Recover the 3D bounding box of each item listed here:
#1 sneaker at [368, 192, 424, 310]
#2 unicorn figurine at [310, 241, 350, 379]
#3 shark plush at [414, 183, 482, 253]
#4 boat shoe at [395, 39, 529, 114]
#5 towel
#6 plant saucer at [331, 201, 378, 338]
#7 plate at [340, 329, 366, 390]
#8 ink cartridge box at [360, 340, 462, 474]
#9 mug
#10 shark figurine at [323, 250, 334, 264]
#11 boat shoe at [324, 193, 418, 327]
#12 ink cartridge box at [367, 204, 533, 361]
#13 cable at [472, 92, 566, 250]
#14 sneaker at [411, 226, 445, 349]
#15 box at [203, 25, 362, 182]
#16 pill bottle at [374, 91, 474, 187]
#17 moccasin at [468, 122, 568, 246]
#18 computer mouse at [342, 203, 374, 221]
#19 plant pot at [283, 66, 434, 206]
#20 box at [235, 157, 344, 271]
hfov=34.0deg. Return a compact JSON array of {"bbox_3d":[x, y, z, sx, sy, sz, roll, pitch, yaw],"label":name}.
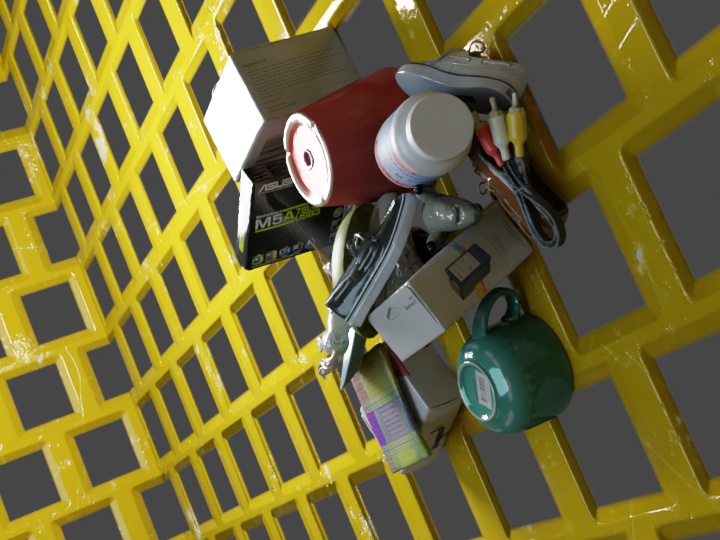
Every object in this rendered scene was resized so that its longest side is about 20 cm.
[{"bbox_3d":[0.067,-0.015,1.731,0.099,0.074,0.203,3,102,46],"label":"sneaker"},{"bbox_3d":[-0.037,0.064,1.850,0.137,0.073,0.203,117,147,-78],"label":"unicorn figurine"},{"bbox_3d":[0.131,-0.071,1.615,0.200,0.082,0.092,24,-125,-79],"label":"shark plush"},{"bbox_3d":[0.139,-0.263,1.554,0.201,0.086,0.075,14,151,45],"label":"boat shoe"},{"bbox_3d":[0.044,0.221,1.903,0.202,0.023,0.144,66,151,10],"label":"towel"},{"bbox_3d":[0.000,0.000,1.743,0.031,0.200,0.203,-2,109,22],"label":"plant saucer"},{"bbox_3d":[-0.003,0.093,1.876,0.200,0.025,0.203,-169,90,-88],"label":"plate"},{"bbox_3d":[0.083,0.219,1.943,0.146,0.084,0.201,54,146,29],"label":"ink cartridge box"},{"bbox_3d":[0.198,0.138,1.651,0.186,0.113,0.153,58,150,22],"label":"mug"},{"bbox_3d":[-0.019,-0.003,1.992,0.128,0.089,0.217,42,139,45],"label":"shark figurine"},{"bbox_3d":[0.012,-0.020,1.603,0.202,0.070,0.072,-64,5,11],"label":"boat shoe"},{"bbox_3d":[0.122,0.019,1.614,0.088,0.199,0.145,51,149,3],"label":"ink cartridge box"},{"bbox_3d":[0.190,-0.116,1.473,0.097,0.050,0.203,-20,83,45],"label":"cable"},{"bbox_3d":[0.105,0.041,1.801,0.114,0.075,0.203,30,129,55],"label":"sneaker"},{"bbox_3d":[-0.125,-0.267,1.897,0.132,0.198,0.199,61,151,13],"label":"box"},{"bbox_3d":[0.085,-0.172,1.531,0.200,0.108,0.110,162,89,-82],"label":"pill bottle"},{"bbox_3d":[0.195,-0.116,1.556,0.202,0.073,0.078,49,138,22],"label":"moccasin"},{"bbox_3d":[-0.001,-0.086,1.891,0.110,0.043,0.203,141,139,-68],"label":"computer mouse"},{"bbox_3d":[-0.007,-0.187,1.757,0.200,0.176,0.203,40,140,45],"label":"plant pot"},{"bbox_3d":[-0.110,-0.107,1.969,0.048,0.198,0.194,52,146,34],"label":"box"}]
